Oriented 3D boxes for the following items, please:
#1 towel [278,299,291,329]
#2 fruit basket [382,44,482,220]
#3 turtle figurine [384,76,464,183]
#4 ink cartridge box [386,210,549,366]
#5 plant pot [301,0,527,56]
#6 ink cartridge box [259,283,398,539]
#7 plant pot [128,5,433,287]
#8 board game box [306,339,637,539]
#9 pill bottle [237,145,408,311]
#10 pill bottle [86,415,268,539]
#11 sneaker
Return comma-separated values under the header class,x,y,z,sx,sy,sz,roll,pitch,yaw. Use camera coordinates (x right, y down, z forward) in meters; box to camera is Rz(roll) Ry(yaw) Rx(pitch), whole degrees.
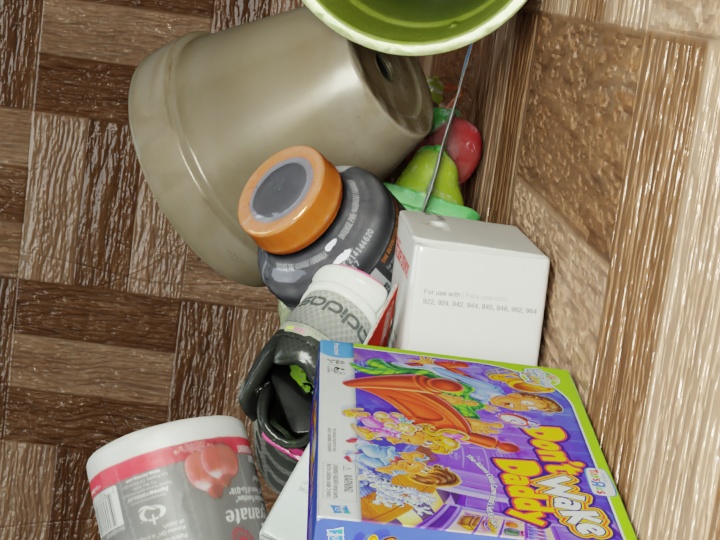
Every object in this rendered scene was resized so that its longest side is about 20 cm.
class,x,y,z,sx,sy,sz,roll,pitch,yaw
towel,-0.026,0.100,1.161,0.201,0.036,0.150,72,-166,-45
fruit basket,0.052,-0.070,1.258,0.186,0.092,0.203,100,-179,-71
turtle figurine,0.005,-0.094,1.337,0.200,0.161,0.065,-48,55,11
ink cartridge box,0.056,0.074,0.951,0.146,0.083,0.203,-105,22,-80
plant pot,0.051,-0.261,1.103,0.190,0.197,0.203,-48,-33,-75
ink cartridge box,-0.008,0.133,0.896,0.174,0.043,0.201,-59,-12,-33
plant pot,-0.047,-0.113,1.156,0.200,0.172,0.202,40,-144,-37
board game box,0.043,0.095,0.711,0.200,0.132,0.045,-95,12,-72
pill bottle,0.000,0.000,1.061,0.200,0.105,0.107,46,-143,-40
pill bottle,-0.104,0.205,0.996,0.111,0.109,0.202,108,148,-72
sneaker,-0.040,0.087,0.960,0.088,0.073,0.201,-48,-15,-42
